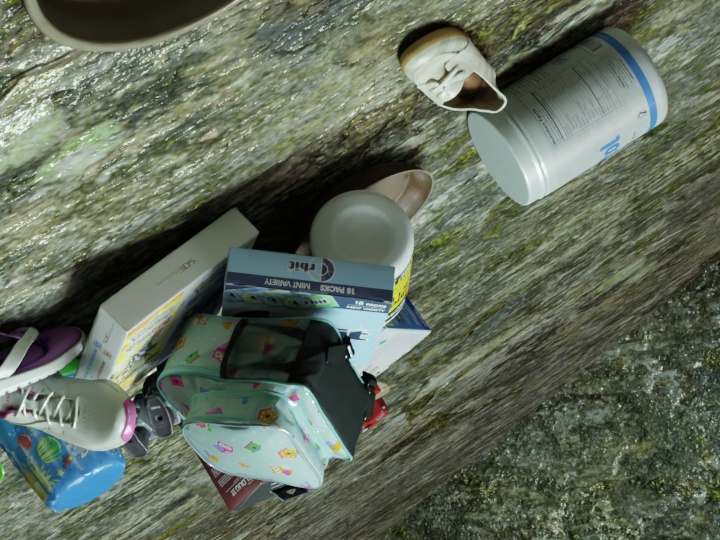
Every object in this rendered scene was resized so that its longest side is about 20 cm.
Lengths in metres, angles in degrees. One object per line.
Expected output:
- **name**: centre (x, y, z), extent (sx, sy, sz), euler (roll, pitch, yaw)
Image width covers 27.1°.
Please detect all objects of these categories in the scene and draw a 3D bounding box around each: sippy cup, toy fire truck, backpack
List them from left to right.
- **sippy cup**: centre (-0.328, 0.188, 1.638), extent (0.178, 0.130, 0.140), euler (-30, 161, -14)
- **backpack**: centre (-0.108, 0.129, 1.539), extent (0.154, 0.200, 0.176), euler (-64, 148, -24)
- **toy fire truck**: centre (0.001, 0.213, 2.429), extent (0.141, 0.049, 0.200), euler (-43, 161, 22)

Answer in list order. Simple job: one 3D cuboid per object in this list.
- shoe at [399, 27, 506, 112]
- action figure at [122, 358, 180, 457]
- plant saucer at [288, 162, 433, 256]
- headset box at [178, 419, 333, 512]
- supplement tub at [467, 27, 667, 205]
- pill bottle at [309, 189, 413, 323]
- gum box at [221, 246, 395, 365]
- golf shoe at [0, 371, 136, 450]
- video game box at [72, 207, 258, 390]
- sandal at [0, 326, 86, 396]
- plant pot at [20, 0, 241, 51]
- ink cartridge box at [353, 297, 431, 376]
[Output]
- **shoe**: centre (0.102, -0.201, 1.535), extent (0.070, 0.053, 0.200), euler (-41, 162, 17)
- **action figure**: centre (-0.216, 0.118, 1.669), extent (0.130, 0.069, 0.200), euler (-21, -155, 19)
- **plant saucer**: centre (-0.006, -0.063, 1.731), extent (0.200, 0.035, 0.200), euler (-30, 161, -11)
- **headset box**: centre (-0.139, 0.211, 1.924), extent (0.149, 0.200, 0.077), euler (-10, 150, -51)
- **supplement tub**: centre (0.239, -0.179, 1.716), extent (0.200, 0.132, 0.132), euler (-32, 162, -9)
- **pill bottle**: centre (0.000, 0.000, 1.665), extent (0.112, 0.113, 0.200), euler (-31, 162, -12)
- **gum box**: centre (-0.061, 0.041, 1.573), extent (0.169, 0.045, 0.200), euler (7, 158, -4)
- **golf shoe**: centre (-0.310, 0.137, 1.489), extent (0.091, 0.200, 0.076), euler (6, 91, -52)
- **video game box**: centre (-0.206, 0.044, 1.556), extent (0.200, 0.047, 0.182), euler (-40, 167, -37)
- **sandal**: centre (-0.350, 0.085, 1.455), extent (0.203, 0.082, 0.050), euler (-28, 119, -45)
- **plant pot**: centre (-0.131, -0.247, 0.801), extent (0.200, 0.174, 0.200), euler (-32, 162, -12)
- **ink cartridge box**: centre (0.008, 0.097, 2.097), extent (0.136, 0.076, 0.200), euler (-40, 160, 17)
